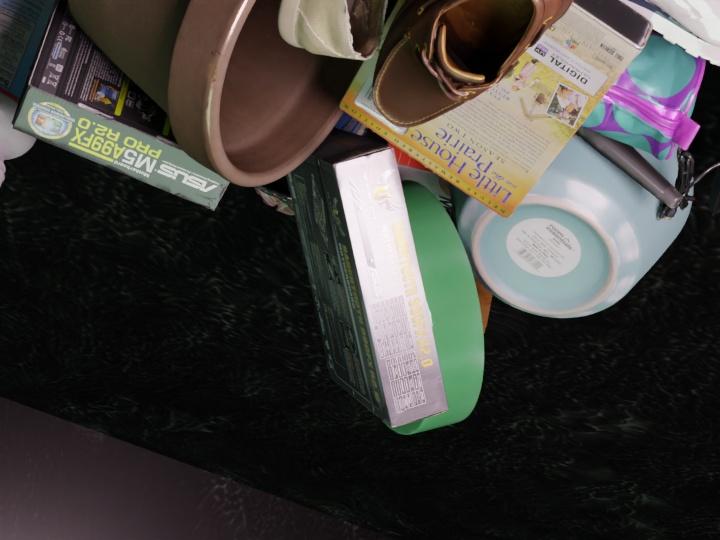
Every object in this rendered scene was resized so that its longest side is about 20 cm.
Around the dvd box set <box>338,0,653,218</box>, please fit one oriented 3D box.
[{"bbox_3d":[0.082,-0.132,1.068,0.146,0.029,0.200,33,143,0],"label":"dvd box set"}]

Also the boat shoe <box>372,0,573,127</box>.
[{"bbox_3d":[0.060,-0.140,0.992,0.072,0.068,0.200,40,142,-10],"label":"boat shoe"}]

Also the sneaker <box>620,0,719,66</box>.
[{"bbox_3d":[0.209,-0.186,0.998,0.198,0.077,0.081,18,152,-5],"label":"sneaker"}]

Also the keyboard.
[{"bbox_3d":[0.273,-0.090,1.186,0.126,0.021,0.200,-27,158,-6],"label":"keyboard"}]

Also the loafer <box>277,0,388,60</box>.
[{"bbox_3d":[0.004,-0.212,1.003,0.068,0.076,0.201,32,138,16],"label":"loafer"}]

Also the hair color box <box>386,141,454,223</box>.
[{"bbox_3d":[0.123,-0.074,1.395,0.198,0.064,0.111,13,160,10],"label":"hair color box"}]

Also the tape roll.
[{"bbox_3d":[0.035,0.030,1.331,0.048,0.202,0.200,-13,171,-21],"label":"tape roll"}]

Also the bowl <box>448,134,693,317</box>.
[{"bbox_3d":[0.152,-0.041,1.271,0.199,0.105,0.202,11,133,12],"label":"bowl"}]

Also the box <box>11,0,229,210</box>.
[{"bbox_3d":[-0.161,-0.151,1.226,0.159,0.201,0.044,22,131,-16],"label":"box"}]

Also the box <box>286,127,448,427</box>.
[{"bbox_3d":[0.000,0.000,1.229,0.048,0.202,0.158,-16,-167,-15],"label":"box"}]

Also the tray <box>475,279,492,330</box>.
[{"bbox_3d":[0.089,0.011,1.496,0.037,0.100,0.200,12,-176,16],"label":"tray"}]

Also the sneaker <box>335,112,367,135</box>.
[{"bbox_3d":[-0.041,-0.147,1.311,0.089,0.079,0.200,21,161,-20],"label":"sneaker"}]

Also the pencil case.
[{"bbox_3d":[0.138,-0.145,1.138,0.198,0.086,0.093,19,-155,-5],"label":"pencil case"}]

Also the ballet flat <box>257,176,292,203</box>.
[{"bbox_3d":[-0.099,-0.105,1.386,0.199,0.067,0.057,17,-164,-42],"label":"ballet flat"}]

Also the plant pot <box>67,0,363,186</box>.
[{"bbox_3d":[-0.105,-0.185,1.135,0.174,0.201,0.200,30,167,22],"label":"plant pot"}]

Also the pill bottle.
[{"bbox_3d":[-0.294,-0.161,1.303,0.108,0.202,0.109,15,162,5],"label":"pill bottle"}]

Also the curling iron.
[{"bbox_3d":[0.152,-0.108,1.197,0.200,0.050,0.026,40,148,12],"label":"curling iron"}]

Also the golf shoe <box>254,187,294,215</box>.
[{"bbox_3d":[-0.010,-0.057,1.543,0.092,0.073,0.200,-4,152,43],"label":"golf shoe"}]
